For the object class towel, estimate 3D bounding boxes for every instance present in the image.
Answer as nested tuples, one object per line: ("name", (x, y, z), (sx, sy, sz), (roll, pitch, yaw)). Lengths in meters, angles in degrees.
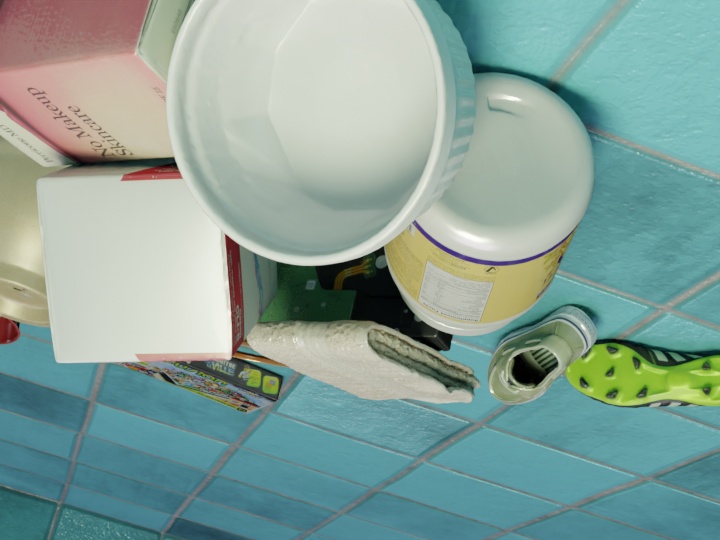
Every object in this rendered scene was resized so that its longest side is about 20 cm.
("towel", (0.007, 0.081, 1.076), (0.131, 0.035, 0.199), (-2, 161, 35))

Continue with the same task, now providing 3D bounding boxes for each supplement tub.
("supplement tub", (0.092, -0.042, 0.967), (0.143, 0.147, 0.200), (13, 157, 3))

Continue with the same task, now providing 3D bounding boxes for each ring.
("ring", (-0.119, 0.089, 1.472), (0.198, 0.020, 0.200), (12, 180, 0))

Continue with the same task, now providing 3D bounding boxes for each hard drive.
("hard drive", (0.000, 0.000, 1.123), (0.198, 0.141, 0.038), (0, 154, 29))

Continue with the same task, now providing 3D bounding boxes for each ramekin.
("ramekin", (-0.018, -0.108, 0.823), (0.198, 0.203, 0.105), (3, -172, 25))

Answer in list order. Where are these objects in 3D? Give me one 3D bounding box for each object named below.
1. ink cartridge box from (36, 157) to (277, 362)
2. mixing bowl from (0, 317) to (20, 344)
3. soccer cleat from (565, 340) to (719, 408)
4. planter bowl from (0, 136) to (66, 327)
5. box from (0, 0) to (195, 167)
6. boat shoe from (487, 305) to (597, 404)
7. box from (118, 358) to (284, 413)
("ink cartridge box", (-0.155, -0.022, 1.023), (0.143, 0.147, 0.200), (-2, -167, 8))
("mixing bowl", (-0.465, -0.005, 1.425), (0.197, 0.110, 0.201), (13, 158, 5))
("soccer cleat", (0.311, 0.113, 1.298), (0.198, 0.068, 0.081), (3, 168, 25))
("planter bowl", (-0.328, -0.027, 1.263), (0.197, 0.136, 0.201), (11, 157, 5))
("box", (-0.185, -0.156, 0.917), (0.198, 0.110, 0.128), (-2, 153, 32))
("boat shoe", (0.173, 0.096, 1.310), (0.072, 0.062, 0.200), (50, 150, 9))
("box", (-0.214, 0.134, 1.684), (0.198, 0.035, 0.110), (24, 155, -21))
